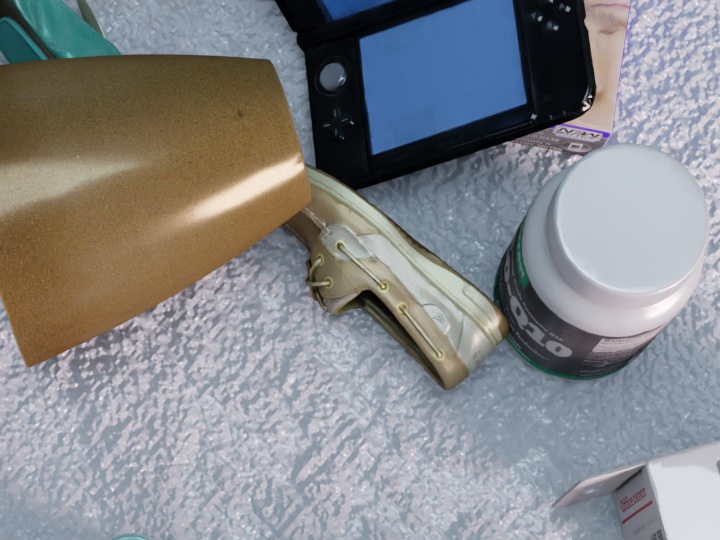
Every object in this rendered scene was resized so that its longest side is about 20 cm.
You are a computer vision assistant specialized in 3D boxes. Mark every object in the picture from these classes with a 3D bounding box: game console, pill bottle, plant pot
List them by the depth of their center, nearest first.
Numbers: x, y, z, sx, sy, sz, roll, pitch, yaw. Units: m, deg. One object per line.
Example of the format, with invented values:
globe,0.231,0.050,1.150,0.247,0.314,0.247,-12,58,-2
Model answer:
plant pot,-0.137,-0.056,1.565,0.199,0.186,0.187,-16,77,-6
pill bottle,0.150,-0.005,1.579,0.112,0.200,0.114,1,74,-5
game console,0.030,-0.167,1.608,0.199,0.116,0.177,-17,65,25

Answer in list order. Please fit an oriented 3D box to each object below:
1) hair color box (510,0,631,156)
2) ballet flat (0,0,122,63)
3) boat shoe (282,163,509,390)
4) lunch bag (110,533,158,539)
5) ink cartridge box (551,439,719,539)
hair color box,0.125,-0.185,1.697,0.109,0.065,0.201,10,76,-3
ballet flat,-0.224,-0.178,1.667,0.200,0.067,0.070,48,52,8
boat shoe,0.000,0.000,1.629,0.200,0.074,0.066,36,77,9
lunch bag,-0.103,0.263,1.547,0.199,0.077,0.161,33,73,3
ink cartridge box,0.230,0.145,1.591,0.199,0.116,0.067,-15,78,-9
